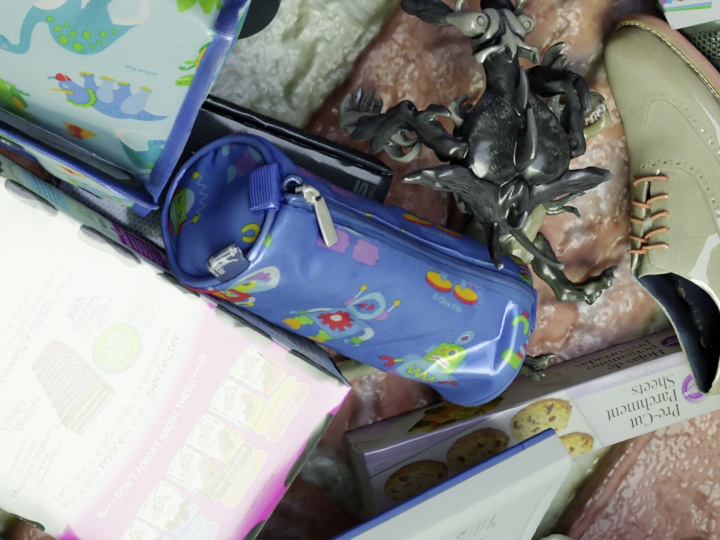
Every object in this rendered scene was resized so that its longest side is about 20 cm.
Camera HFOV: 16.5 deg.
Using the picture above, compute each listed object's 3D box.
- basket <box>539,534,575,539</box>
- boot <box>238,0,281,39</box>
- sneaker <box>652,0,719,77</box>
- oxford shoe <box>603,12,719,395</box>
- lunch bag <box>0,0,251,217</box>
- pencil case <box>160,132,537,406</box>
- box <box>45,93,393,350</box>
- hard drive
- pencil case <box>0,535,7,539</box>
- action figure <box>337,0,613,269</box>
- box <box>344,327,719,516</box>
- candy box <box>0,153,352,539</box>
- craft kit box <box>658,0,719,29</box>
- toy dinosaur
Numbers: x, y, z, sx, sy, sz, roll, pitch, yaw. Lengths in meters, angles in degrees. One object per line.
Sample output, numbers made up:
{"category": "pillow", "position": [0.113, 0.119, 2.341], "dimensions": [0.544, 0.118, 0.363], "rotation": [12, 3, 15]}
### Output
{"category": "basket", "position": [0.141, 0.278, 1.275], "dimensions": [0.160, 0.198, 0.201], "rotation": [32, 91, -31]}
{"category": "boot", "position": [-0.125, -0.160, 1.178], "dimensions": [0.199, 0.097, 0.075], "rotation": [7, 131, 8]}
{"category": "sneaker", "position": [0.259, -0.141, 1.286], "dimensions": [0.199, 0.076, 0.115], "rotation": [-30, 111, -5]}
{"category": "oxford shoe", "position": [0.167, -0.032, 1.266], "dimensions": [0.074, 0.071, 0.201], "rotation": [-28, 95, -27]}
{"category": "lunch bag", "position": [-0.140, -0.113, 1.084], "dimensions": [0.169, 0.200, 0.128], "rotation": [26, 57, -6]}
{"category": "pencil case", "position": [0.000, 0.000, 1.172], "dimensions": [0.199, 0.087, 0.079], "rotation": [24, 59, -38]}
{"category": "box", "position": [-0.093, 0.013, 1.227], "dimensions": [0.157, 0.051, 0.201], "rotation": [20, 96, -18]}
{"category": "hard drive", "position": [0.005, 0.153, 1.237], "dimensions": [0.199, 0.132, 0.025], "rotation": [-25, 70, -20]}
{"category": "pencil case", "position": [-0.238, 0.138, 1.194], "dimensions": [0.200, 0.085, 0.093], "rotation": [40, 60, -20]}
{"category": "action figure", "position": [0.057, -0.093, 1.214], "dimensions": [0.118, 0.102, 0.201], "rotation": [-1, 80, -22]}
{"category": "box", "position": [0.091, 0.079, 1.303], "dimensions": [0.199, 0.039, 0.042], "rotation": [-16, 107, -13]}
{"category": "candy box", "position": [-0.124, 0.054, 1.168], "dimensions": [0.199, 0.061, 0.137], "rotation": [32, 96, -21]}
{"category": "craft kit box", "position": [0.177, -0.250, 1.200], "dimensions": [0.200, 0.048, 0.198], "rotation": [-43, 113, -40]}
{"category": "toy dinosaur", "position": [0.076, 0.003, 1.279], "dimensions": [0.088, 0.047, 0.200], "rotation": [39, 90, -4]}
